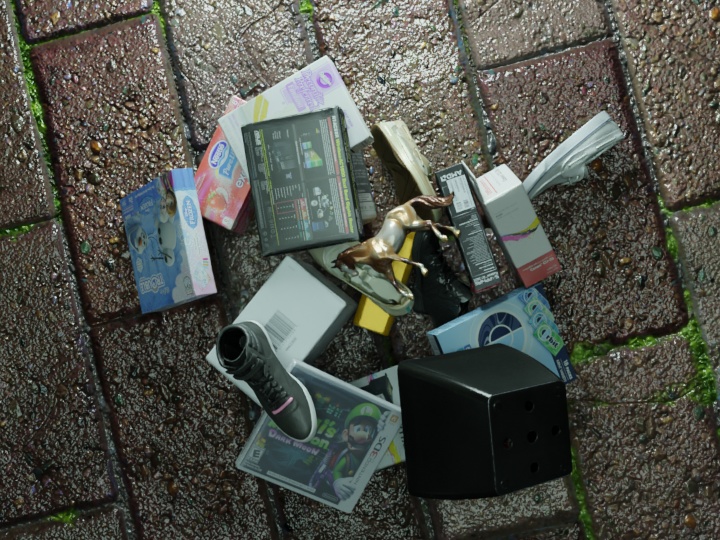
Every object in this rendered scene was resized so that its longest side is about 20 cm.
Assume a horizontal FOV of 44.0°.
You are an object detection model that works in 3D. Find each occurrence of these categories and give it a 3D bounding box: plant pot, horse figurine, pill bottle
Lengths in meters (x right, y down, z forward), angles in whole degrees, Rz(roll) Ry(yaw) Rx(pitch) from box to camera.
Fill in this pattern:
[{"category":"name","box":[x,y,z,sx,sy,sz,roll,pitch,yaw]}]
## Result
[{"category":"plant pot","box":[0.187,0.221,1.268,0.199,0.177,0.201,-7,93,-28]},{"category":"horse figurine","box":[0.065,-0.046,1.355,0.132,0.050,0.200,29,71,23]},{"category":"pill bottle","box":[-0.047,-0.169,1.457,0.112,0.113,0.201,-13,87,4]}]

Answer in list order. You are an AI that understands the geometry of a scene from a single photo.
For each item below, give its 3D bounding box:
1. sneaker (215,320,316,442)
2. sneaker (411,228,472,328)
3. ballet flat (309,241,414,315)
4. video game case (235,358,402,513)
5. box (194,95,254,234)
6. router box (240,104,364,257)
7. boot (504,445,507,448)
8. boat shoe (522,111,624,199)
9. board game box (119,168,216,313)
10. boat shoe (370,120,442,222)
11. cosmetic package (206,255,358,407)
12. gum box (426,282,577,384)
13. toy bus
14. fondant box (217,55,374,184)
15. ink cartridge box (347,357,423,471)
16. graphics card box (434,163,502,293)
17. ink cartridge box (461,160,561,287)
[{"category":"sneaker","box":[-0.137,0.155,1.239,0.071,0.099,0.200,-37,73,13]},{"category":"sneaker","box":[0.138,0.021,1.431,0.104,0.060,0.201,18,125,27]},{"category":"ballet flat","box":[0.000,0.000,1.387,0.200,0.069,0.070,35,90,2]},{"category":"video game case","box":[-0.057,0.250,1.327,0.199,0.023,0.182,27,96,-19]},{"category":"box","box":[-0.202,-0.171,1.476,0.094,0.103,0.201,25,91,6]},{"category":"router box","box":[-0.084,-0.130,1.319,0.149,0.062,0.201,-9,91,9]},{"category":"boot","box":[0.178,0.245,1.446,0.199,0.072,0.145,10,87,8]},{"category":"boat shoe","box":[0.342,-0.173,1.448,0.200,0.074,0.065,-41,81,3]},{"category":"board game box","box":[-0.315,-0.043,1.443,0.043,0.200,0.200,-10,86,-39]},{"category":"boat shoe","box":[0.088,-0.163,1.456,0.065,0.072,0.201,-19,67,-26]},{"category":"cosmetic package","box":[-0.116,0.094,1.407,0.123,0.200,0.200,39,91,7]},{"category":"gum box","box":[0.225,0.136,1.412,0.199,0.045,0.171,-25,98,-16]},{"category":"toy bus","box":[0.049,0.002,1.459,0.065,0.078,0.201,19,89,5]},{"category":"fondant box","box":[-0.100,-0.216,1.381,0.199,0.058,0.145,-29,85,7]},{"category":"ink cartridge box","box":[0.035,0.237,1.415,0.199,0.083,0.146,-23,75,18]},{"category":"graphics card box","box":[0.172,-0.065,1.430,0.051,0.125,0.201,-20,86,6]},{"category":"ink cartridge box","box":[0.233,-0.088,1.395,0.067,0.117,0.201,-28,112,5]}]
